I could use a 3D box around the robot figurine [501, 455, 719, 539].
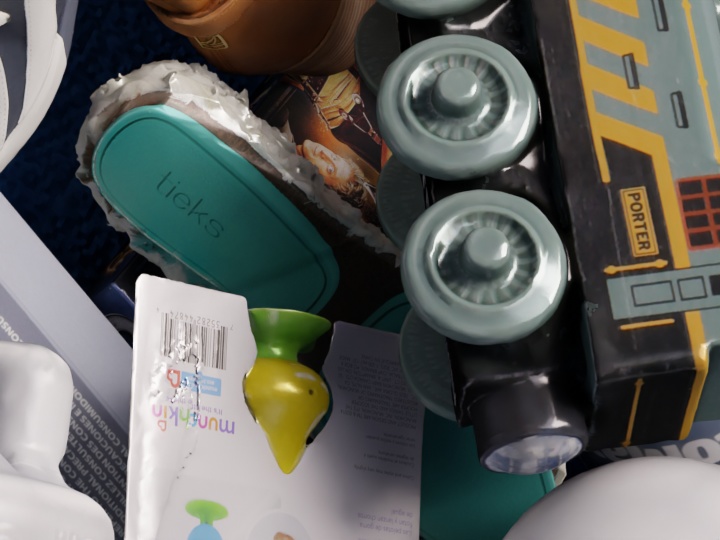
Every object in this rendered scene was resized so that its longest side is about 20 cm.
[{"bbox_3d":[0.101,0.115,0.739,0.200,0.169,0.113,19,64,-66],"label":"robot figurine"}]

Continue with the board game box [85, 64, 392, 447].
[{"bbox_3d":[0.000,0.000,0.849,0.136,0.035,0.200,46,45,-12],"label":"board game box"}]

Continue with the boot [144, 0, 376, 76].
[{"bbox_3d":[-0.027,-0.162,0.769,0.155,0.073,0.201,13,78,-71],"label":"boot"}]

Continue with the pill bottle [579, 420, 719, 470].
[{"bbox_3d":[0.119,0.024,0.841,0.200,0.119,0.120,53,36,-47],"label":"pill bottle"}]

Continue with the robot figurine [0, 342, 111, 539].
[{"bbox_3d":[-0.124,0.111,0.590,0.169,0.113,0.201,21,74,-57],"label":"robot figurine"}]

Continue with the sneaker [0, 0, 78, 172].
[{"bbox_3d":[-0.105,-0.097,0.638,0.079,0.199,0.130,38,7,5],"label":"sneaker"}]

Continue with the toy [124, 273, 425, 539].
[{"bbox_3d":[-0.036,0.110,0.697,0.115,0.047,0.201,15,76,-42],"label":"toy"}]

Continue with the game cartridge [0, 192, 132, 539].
[{"bbox_3d":[-0.126,0.044,0.714,0.200,0.041,0.133,51,48,-7],"label":"game cartridge"}]

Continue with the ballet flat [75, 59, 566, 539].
[{"bbox_3d":[-0.006,0.006,0.773,0.200,0.072,0.072,48,45,-12],"label":"ballet flat"}]

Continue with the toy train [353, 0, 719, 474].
[{"bbox_3d":[0.061,-0.038,0.717,0.113,0.085,0.201,-6,63,-3],"label":"toy train"}]
